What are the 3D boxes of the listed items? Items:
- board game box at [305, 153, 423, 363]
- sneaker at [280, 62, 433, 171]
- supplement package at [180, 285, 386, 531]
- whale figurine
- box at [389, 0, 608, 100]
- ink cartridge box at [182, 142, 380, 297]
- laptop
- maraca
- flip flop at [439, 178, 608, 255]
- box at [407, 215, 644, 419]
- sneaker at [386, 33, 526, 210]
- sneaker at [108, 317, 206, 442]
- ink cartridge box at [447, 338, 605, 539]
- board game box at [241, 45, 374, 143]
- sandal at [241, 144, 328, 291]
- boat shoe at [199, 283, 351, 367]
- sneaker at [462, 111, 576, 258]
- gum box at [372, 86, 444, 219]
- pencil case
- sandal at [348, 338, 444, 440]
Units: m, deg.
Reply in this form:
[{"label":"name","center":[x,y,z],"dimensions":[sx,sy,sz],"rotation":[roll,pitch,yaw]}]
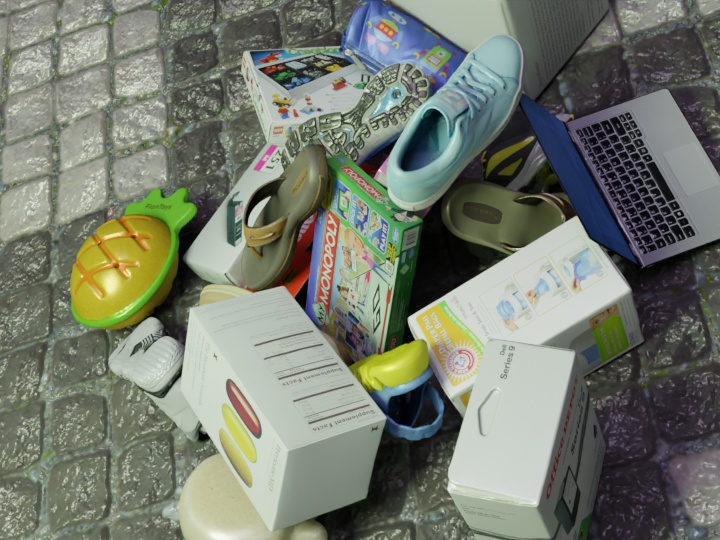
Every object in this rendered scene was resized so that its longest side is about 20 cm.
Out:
[{"label":"board game box","center":[0.000,0.000,1.290],"dimensions":[0.029,0.202,0.134],"rotation":[-21,46,-33]},{"label":"sneaker","center":[0.003,-0.146,1.382],"dimensions":[0.199,0.090,0.079],"rotation":[-31,77,18]},{"label":"supplement package","center":[-0.079,0.127,1.199],"dimensions":[0.108,0.115,0.200],"rotation":[-13,44,-30]},{"label":"whale figurine","center":[-0.084,0.231,1.247],"dimensions":[0.199,0.105,0.159],"rotation":[-29,49,-29]},{"label":"box","center":[0.150,-0.338,1.435],"dimensions":[0.198,0.201,0.172],"rotation":[31,71,33]},{"label":"ink cartridge box","center":[-0.090,-0.064,1.424],"dimensions":[0.173,0.044,0.201],"rotation":[15,64,50]},{"label":"laptop","center":[0.271,-0.112,1.255],"dimensions":[0.198,0.116,0.189],"rotation":[-19,63,-8]},{"label":"maraca","center":[-0.263,-0.017,1.453],"dimensions":[0.136,0.107,0.202],"rotation":[5,55,34]},{"label":"flip flop","center":[0.177,-0.050,1.275],"dimensions":[0.057,0.197,0.082],"rotation":[-174,96,-71]},{"label":"box","center":[0.163,0.058,1.233],"dimensions":[0.198,0.113,0.102],"rotation":[-30,55,1]},{"label":"sneaker","center":[0.095,-0.148,1.186],"dimensions":[0.073,0.082,0.201],"rotation":[31,80,12]},{"label":"sneaker","center":[-0.204,0.122,1.365],"dimensions":[0.075,0.115,0.200],"rotation":[-45,20,-11]},{"label":"ink cartridge box","center":[0.152,0.173,1.110],"dimensions":[0.083,0.201,0.147],"rotation":[6,62,23]},{"label":"board game box","center":[-0.029,-0.210,1.469],"dimensions":[0.197,0.035,0.127],"rotation":[-6,51,-19]},{"label":"sandal","center":[-0.090,-0.056,1.298],"dimensions":[0.054,0.200,0.083],"rotation":[4,56,-27]},{"label":"boat shoe","center":[-0.104,0.074,1.353],"dimensions":[0.198,0.074,0.063],"rotation":[22,66,30]},{"label":"sneaker","center":[0.161,-0.095,1.365],"dimensions":[0.084,0.075,0.201],"rotation":[20,59,36]},{"label":"gum box","center":[0.061,-0.103,1.320],"dimensions":[0.066,0.200,0.114],"rotation":[36,75,1]},{"label":"pencil case","center":[0.065,-0.236,1.439],"dimensions":[0.199,0.078,0.087],"rotation":[35,64,16]},{"label":"sandal","center":[0.021,0.127,1.226],"dimensions":[0.079,0.200,0.088],"rotation":[-30,93,-22]}]
